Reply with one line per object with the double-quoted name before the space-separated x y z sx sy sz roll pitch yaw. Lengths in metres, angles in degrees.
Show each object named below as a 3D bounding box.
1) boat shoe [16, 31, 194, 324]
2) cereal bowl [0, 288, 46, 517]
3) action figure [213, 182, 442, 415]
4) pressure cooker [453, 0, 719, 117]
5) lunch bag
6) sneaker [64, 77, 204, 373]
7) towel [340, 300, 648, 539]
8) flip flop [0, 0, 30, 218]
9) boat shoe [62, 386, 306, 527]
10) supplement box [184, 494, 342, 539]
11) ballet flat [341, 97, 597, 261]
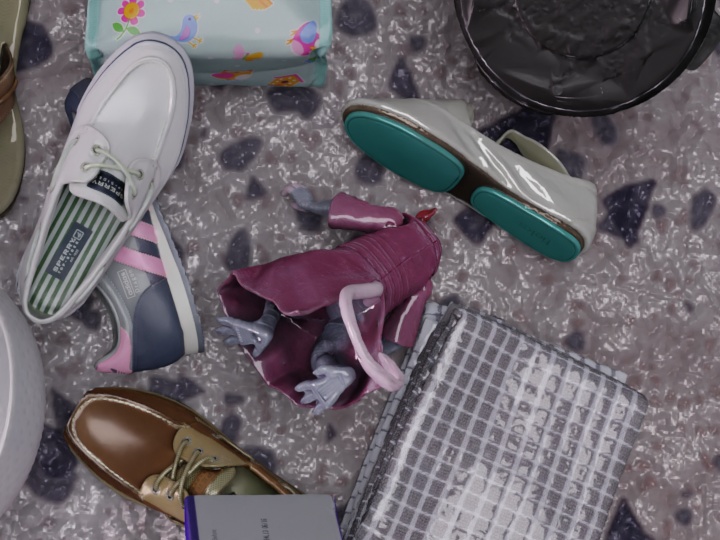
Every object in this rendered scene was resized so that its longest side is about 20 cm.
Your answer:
"boat shoe" -0.159 -0.053 1.241 0.073 0.067 0.201 21 101 -11
"cereal bowl" -0.281 0.092 1.252 0.198 0.083 0.202 -7 73 22
"action figure" 0.000 0.000 1.293 0.200 0.148 0.135 -38 101 -41
"pressure cooker" 0.158 -0.203 1.316 0.177 0.200 0.177 -8 107 13
"lunch bag" -0.102 -0.230 1.313 0.169 0.122 0.202 0 81 -3
"sneaker" -0.173 -0.027 1.311 0.081 0.070 0.201 -21 86 -11
"towel" 0.090 0.135 1.325 0.164 0.086 0.201 24 82 -6
"flip flop" -0.259 -0.132 1.314 0.080 0.058 0.202 8 84 -7
"boat shoe" -0.102 0.139 1.303 0.199 0.074 0.076 29 82 -5
"supplement box" -0.063 0.255 1.247 0.102 0.101 0.202 1 113 -9
"ballet flat" 0.080 -0.078 1.360 0.199 0.069 0.070 30 82 -9
